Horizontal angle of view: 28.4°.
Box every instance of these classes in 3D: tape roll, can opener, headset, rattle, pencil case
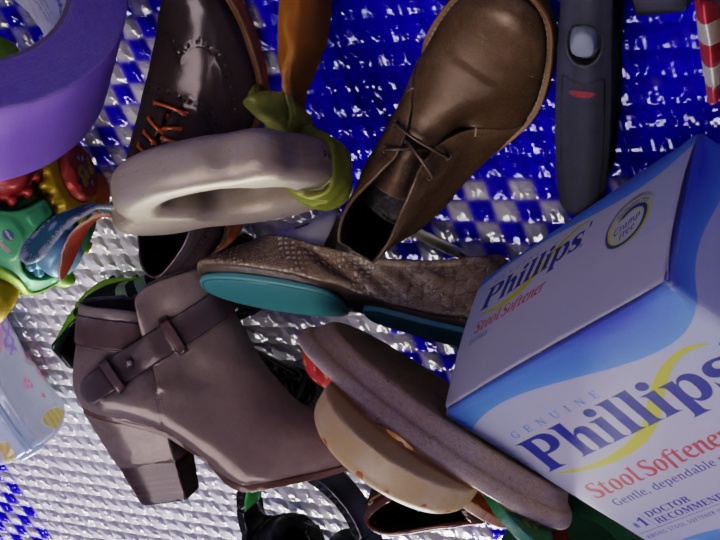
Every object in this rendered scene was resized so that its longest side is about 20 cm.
[{"bbox_3d":[-0.234,-0.144,0.794,0.200,0.200,0.066,32,140,3],"label":"tape roll"},{"bbox_3d":[0.116,-0.104,0.700,0.078,0.063,0.200,19,137,18],"label":"can opener"},{"bbox_3d":[-0.028,0.226,1.130,0.123,0.094,0.201,8,118,34],"label":"headset"},{"bbox_3d":[-0.107,-0.081,0.793,0.200,0.130,0.143,-10,97,37],"label":"rattle"},{"bbox_3d":[-0.311,0.061,1.134,0.091,0.083,0.200,23,145,48],"label":"pencil case"}]

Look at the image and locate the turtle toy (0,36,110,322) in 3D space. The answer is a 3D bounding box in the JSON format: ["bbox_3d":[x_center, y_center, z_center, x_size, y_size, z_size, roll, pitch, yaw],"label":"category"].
[{"bbox_3d":[-0.233,-0.069,0.929,0.101,0.146,0.200,-17,121,18],"label":"turtle toy"}]

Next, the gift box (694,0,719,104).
[{"bbox_3d":[0.234,-0.099,0.532,0.186,0.185,0.200,1,123,31],"label":"gift box"}]

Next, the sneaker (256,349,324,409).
[{"bbox_3d":[-0.083,0.088,1.010,0.199,0.078,0.085,5,127,28],"label":"sneaker"}]

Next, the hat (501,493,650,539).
[{"bbox_3d":[0.196,0.215,0.914,0.200,0.176,0.166,16,101,58],"label":"hat"}]

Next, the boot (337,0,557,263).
[{"bbox_3d":[0.044,-0.074,0.771,0.074,0.076,0.200,35,139,3],"label":"boot"}]

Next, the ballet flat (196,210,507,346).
[{"bbox_3d":[0.000,0.000,0.873,0.199,0.065,0.071,12,164,10],"label":"ballet flat"}]

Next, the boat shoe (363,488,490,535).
[{"bbox_3d":[0.085,0.143,0.955,0.200,0.070,0.070,-22,113,43],"label":"boat shoe"}]

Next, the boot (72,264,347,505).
[{"bbox_3d":[-0.088,0.068,0.922,0.199,0.070,0.147,-12,97,3],"label":"boot"}]

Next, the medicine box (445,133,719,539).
[{"bbox_3d":[0.180,0.054,0.750,0.200,0.103,0.182,32,142,-17],"label":"medicine box"}]

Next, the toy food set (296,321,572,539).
[{"bbox_3d":[0.042,0.099,0.832,0.198,0.049,0.200,32,-175,-28],"label":"toy food set"}]

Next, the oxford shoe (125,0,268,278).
[{"bbox_3d":[-0.103,-0.083,0.852,0.071,0.073,0.200,19,127,22],"label":"oxford shoe"}]

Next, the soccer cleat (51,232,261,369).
[{"bbox_3d":[-0.134,0.028,0.982,0.200,0.081,0.068,-17,118,40],"label":"soccer cleat"}]
